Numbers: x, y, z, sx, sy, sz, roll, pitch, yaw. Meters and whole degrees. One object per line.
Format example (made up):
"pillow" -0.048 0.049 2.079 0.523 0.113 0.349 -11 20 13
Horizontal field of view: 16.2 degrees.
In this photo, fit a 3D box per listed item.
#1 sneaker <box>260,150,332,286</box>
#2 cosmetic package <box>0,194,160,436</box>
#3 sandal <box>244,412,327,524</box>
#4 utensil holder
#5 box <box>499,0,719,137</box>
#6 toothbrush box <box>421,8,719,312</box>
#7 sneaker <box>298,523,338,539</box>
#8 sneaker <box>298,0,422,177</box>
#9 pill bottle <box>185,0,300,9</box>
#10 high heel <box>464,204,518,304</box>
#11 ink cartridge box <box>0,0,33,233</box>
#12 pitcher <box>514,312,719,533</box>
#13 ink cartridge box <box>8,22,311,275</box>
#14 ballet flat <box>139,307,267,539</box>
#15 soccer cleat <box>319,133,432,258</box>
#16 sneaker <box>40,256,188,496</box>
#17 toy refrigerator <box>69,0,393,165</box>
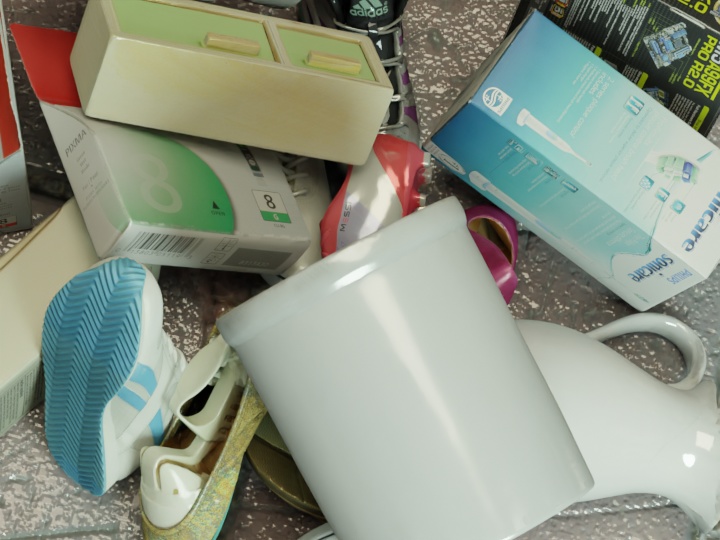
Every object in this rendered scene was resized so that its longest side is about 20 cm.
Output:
"sneaker" -0.058 -0.081 1.781 0.073 0.071 0.200 -9 68 -11
"cosmetic package" -0.230 0.043 1.688 0.073 0.104 0.200 43 67 9
"sandal" 0.004 0.150 1.704 0.200 0.054 0.080 26 57 -12
"utensil holder" 0.030 0.080 1.564 0.170 0.170 0.200 -27 89 -18
"box" 0.180 -0.144 1.770 0.160 0.200 0.044 29 54 6
"toothbrush box" 0.157 -0.071 1.726 0.200 0.146 0.085 37 75 -2
"sneaker" -0.043 0.229 1.625 0.200 0.071 0.073 -33 112 -7
"sneaker" 0.004 -0.164 1.787 0.078 0.140 0.200 -12 69 -14
"pill bottle" -0.126 -0.241 1.698 0.200 0.114 0.114 12 62 -34
"high heel" 0.093 -0.013 1.717 0.067 0.096 0.200 57 30 -3
"ink cartridge box" -0.258 -0.134 1.706 0.050 0.200 0.162 -10 68 -5
"pitcher" 0.150 0.085 1.726 0.200 0.121 0.172 13 44 -13
"ink cartridge box" -0.135 -0.093 1.707 0.161 0.050 0.200 5 54 -43
"ballet flat" -0.106 0.110 1.653 0.071 0.071 0.200 28 98 5
"soccer cleat" 0.000 0.000 1.733 0.076 0.067 0.200 8 72 9
"sneaker" -0.155 0.057 1.643 0.076 0.200 0.081 38 52 20
"toy refrigerator" -0.085 -0.133 1.690 0.200 0.070 0.076 10 31 -21
